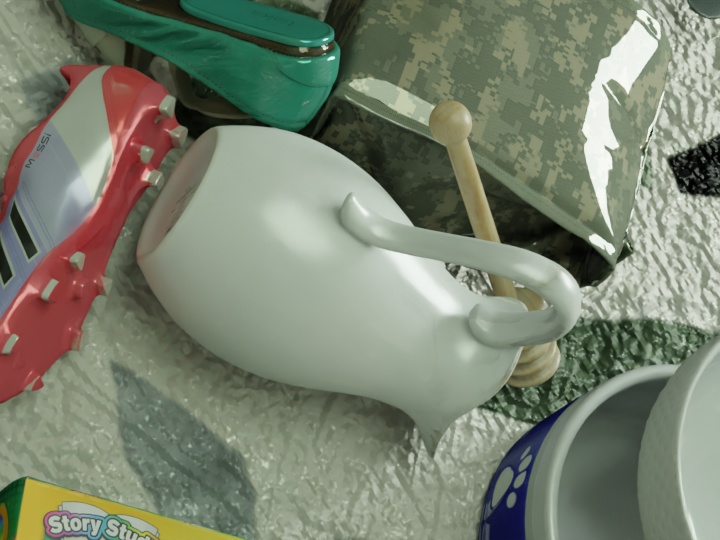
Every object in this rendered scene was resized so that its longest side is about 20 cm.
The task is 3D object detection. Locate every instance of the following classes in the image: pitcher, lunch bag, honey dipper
[{"bbox_3d":[0.000,0.000,1.248,0.199,0.171,0.122,31,53,-16],"label":"pitcher"},{"bbox_3d":[0.073,-0.094,1.365,0.199,0.118,0.165,26,58,-13],"label":"lunch bag"},{"bbox_3d":[0.069,-0.016,1.303,0.038,0.038,0.201,-58,144,-34],"label":"honey dipper"}]

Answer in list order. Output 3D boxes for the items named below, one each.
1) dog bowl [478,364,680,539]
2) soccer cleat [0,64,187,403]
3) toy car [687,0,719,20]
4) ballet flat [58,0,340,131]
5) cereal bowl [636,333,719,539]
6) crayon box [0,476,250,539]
[{"bbox_3d":[0.166,0.158,1.336,0.199,0.079,0.201,11,65,-26],"label":"dog bowl"},{"bbox_3d":[-0.160,-0.021,1.241,0.076,0.067,0.201,18,64,22],"label":"soccer cleat"},{"bbox_3d":[0.259,-0.246,1.528,0.199,0.158,0.165,-30,84,-24],"label":"toy car"},{"bbox_3d":[-0.102,-0.125,1.291,0.199,0.071,0.067,26,28,23],"label":"ballet flat"},{"bbox_3d":[0.225,0.126,1.283,0.199,0.083,0.201,11,65,-25],"label":"cereal bowl"},{"bbox_3d":[-0.093,0.187,1.185,0.199,0.058,0.120,19,61,-22],"label":"crayon box"}]
